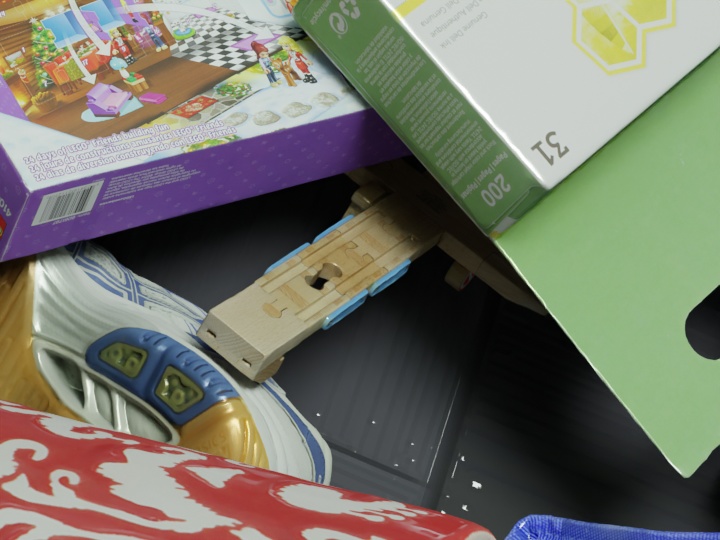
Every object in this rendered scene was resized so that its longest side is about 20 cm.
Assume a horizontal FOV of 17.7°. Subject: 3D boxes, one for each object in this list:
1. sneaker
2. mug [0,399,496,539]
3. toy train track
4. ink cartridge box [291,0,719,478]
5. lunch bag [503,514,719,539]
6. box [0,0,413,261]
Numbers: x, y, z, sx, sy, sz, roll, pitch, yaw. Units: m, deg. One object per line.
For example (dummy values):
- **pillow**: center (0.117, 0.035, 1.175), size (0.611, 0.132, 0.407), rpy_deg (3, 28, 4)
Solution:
- **sneaker**: center (-0.094, 0.026, 0.762), size (0.200, 0.088, 0.075), rpy_deg (41, 100, 25)
- **mug**: center (-0.065, 0.084, 0.581), size (0.199, 0.134, 0.178), rpy_deg (9, 37, 19)
- **toy train track**: center (0.000, 0.000, 0.789), size (0.114, 0.033, 0.200), rpy_deg (38, 30, 11)
- **ink cartridge box**: center (0.092, -0.053, 0.773), size (0.200, 0.048, 0.145), rpy_deg (49, 54, 4)
- **lunch bag**: center (0.062, 0.196, 0.645), size (0.200, 0.127, 0.171), rpy_deg (-49, 121, -36)
- **box**: center (-0.062, -0.087, 0.775), size (0.199, 0.039, 0.137), rpy_deg (-16, 62, -36)
